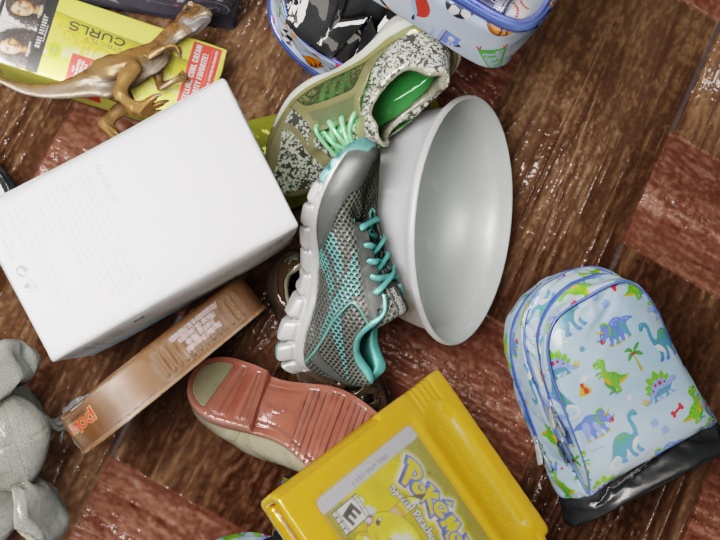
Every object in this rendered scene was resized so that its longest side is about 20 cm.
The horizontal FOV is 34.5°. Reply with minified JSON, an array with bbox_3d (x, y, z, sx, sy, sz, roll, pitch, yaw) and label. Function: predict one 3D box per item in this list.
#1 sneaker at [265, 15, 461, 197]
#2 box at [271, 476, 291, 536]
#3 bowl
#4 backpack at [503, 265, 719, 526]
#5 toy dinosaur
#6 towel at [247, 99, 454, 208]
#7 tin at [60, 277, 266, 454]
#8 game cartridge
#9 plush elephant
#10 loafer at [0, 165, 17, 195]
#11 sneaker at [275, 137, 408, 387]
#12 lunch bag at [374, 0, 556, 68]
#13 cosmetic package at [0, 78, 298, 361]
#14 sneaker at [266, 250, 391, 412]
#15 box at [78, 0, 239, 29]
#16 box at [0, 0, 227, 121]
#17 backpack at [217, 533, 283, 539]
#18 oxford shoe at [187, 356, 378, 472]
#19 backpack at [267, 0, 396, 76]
[{"bbox_3d":[-0.003,-0.119,0.898,0.077,0.089,0.199,39,116,-24],"label":"sneaker"},{"bbox_3d":[0.027,0.221,0.973,0.196,0.070,0.066,11,81,-9],"label":"box"},{"bbox_3d":[0.051,-0.045,0.969,0.089,0.200,0.205,7,81,29],"label":"bowl"},{"bbox_3d":[0.207,0.094,0.994,0.161,0.154,0.203,-24,76,-5],"label":"backpack"},{"bbox_3d":[-0.205,-0.152,0.935,0.197,0.061,0.107,-23,65,-16],"label":"toy dinosaur"},{"bbox_3d":[-0.019,-0.108,1.027,0.196,0.018,0.088,-15,83,-11],"label":"towel"},{"bbox_3d":[-0.151,0.070,0.907,0.042,0.111,0.200,55,42,-5],"label":"tin"},{"bbox_3d":[0.045,0.196,0.892,0.199,0.032,0.177,-32,84,-38],"label":"game cartridge"},{"bbox_3d":[-0.291,0.135,0.881,0.197,0.155,0.168,-16,87,-11],"label":"plush elephant"},{"bbox_3d":[-0.367,-0.103,0.935,0.199,0.070,0.069,35,80,-5],"label":"loafer"},{"bbox_3d":[0.000,0.000,0.874,0.090,0.077,0.203,23,121,20],"label":"sneaker"},{"bbox_3d":[0.087,-0.259,0.866,0.159,0.076,0.202,32,63,-3],"label":"lunch bag"},{"bbox_3d":[-0.160,-0.031,0.891,0.198,0.199,0.124,-30,90,-5],"label":"cosmetic package"},{"bbox_3d":[-0.024,0.078,0.976,0.070,0.076,0.202,-29,90,-11],"label":"sneaker"},{"bbox_3d":[-0.188,-0.286,0.953,0.196,0.132,0.117,7,82,-9],"label":"box"},{"bbox_3d":[-0.216,-0.177,0.979,0.197,0.050,0.077,18,81,-8],"label":"box"},{"bbox_3d":[-0.130,0.284,0.880,0.154,0.163,0.200,46,123,4],"label":"backpack"},{"bbox_3d":[-0.048,0.133,0.959,0.197,0.074,0.071,25,63,5],"label":"oxford shoe"},{"bbox_3d":[0.009,-0.249,0.974,0.198,0.154,0.193,27,78,-7],"label":"backpack"}]
